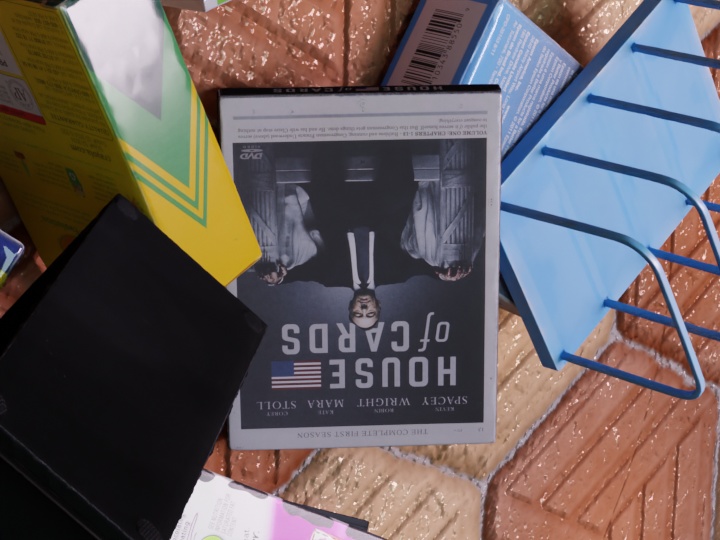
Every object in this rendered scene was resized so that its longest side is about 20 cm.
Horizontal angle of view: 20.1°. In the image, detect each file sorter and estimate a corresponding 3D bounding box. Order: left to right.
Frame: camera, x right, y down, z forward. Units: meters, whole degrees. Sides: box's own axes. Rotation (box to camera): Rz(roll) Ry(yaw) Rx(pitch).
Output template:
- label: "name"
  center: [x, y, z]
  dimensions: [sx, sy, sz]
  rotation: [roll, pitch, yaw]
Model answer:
- label: "file sorter"
  center: [0.185, -0.045, 1.168]
  dimensions: [0.200, 0.122, 0.139]
  rotation: [-48, 132, -24]

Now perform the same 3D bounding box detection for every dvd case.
- label: "dvd case"
  center: [0.000, 0.000, 1.090]
  dimensions: [0.150, 0.025, 0.201]
  rotation: [-1, 108, -3]

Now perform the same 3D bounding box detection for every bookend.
- label: "bookend"
  center: [-0.152, 0.097, 0.844]
  dimensions: [0.092, 0.200, 0.199]
  rotation: [42, 25, -10]

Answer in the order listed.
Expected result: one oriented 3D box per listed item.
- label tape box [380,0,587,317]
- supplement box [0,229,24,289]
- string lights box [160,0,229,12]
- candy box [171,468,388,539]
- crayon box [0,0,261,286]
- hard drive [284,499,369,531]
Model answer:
- label: "label tape box"
  center: [0.085, -0.058, 1.195]
  dimensions: [0.200, 0.066, 0.144]
  rotation: [32, 80, -49]
- label: "supplement box"
  center: [-0.243, 0.048, 0.836]
  dimensions: [0.109, 0.109, 0.200]
  rotation: [33, 77, -17]
- label: "string lights box"
  center: [-0.033, -0.214, 1.025]
  dimensions: [0.200, 0.059, 0.103]
  rotation: [-31, 122, -36]
- label: "candy box"
  center: [-0.091, 0.171, 1.042]
  dimensions: [0.200, 0.061, 0.137]
  rotation: [26, 78, -29]
- label: "crayon box"
  center: [-0.122, -0.059, 0.937]
  dimensions: [0.051, 0.127, 0.200]
  rotation: [-42, 130, -28]
- label: "hard drive"
  center: [-0.067, 0.226, 1.131]
  dimensions: [0.139, 0.033, 0.201]
  rotation: [21, 78, -47]
